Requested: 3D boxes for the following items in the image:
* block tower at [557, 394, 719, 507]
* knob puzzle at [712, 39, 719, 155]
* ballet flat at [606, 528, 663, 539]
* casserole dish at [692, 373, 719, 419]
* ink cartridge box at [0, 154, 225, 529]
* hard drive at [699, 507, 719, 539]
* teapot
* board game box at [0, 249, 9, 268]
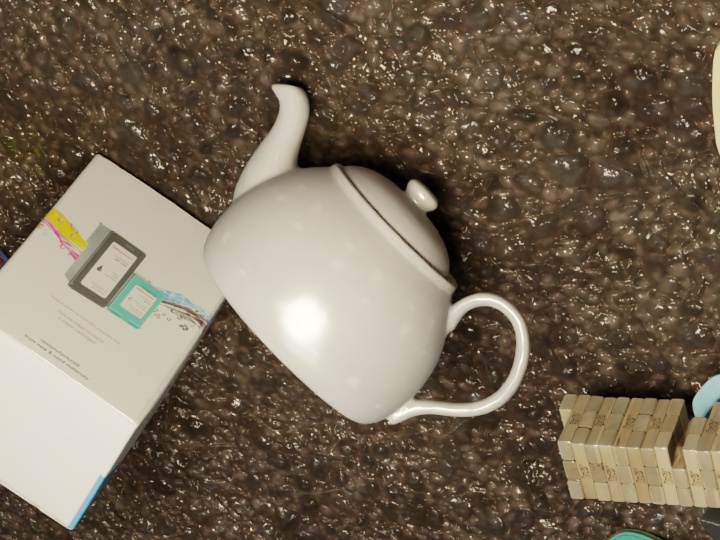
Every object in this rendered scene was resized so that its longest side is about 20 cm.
[{"bbox_3d":[0.233,0.126,1.404,0.198,0.058,0.054,1,127,27],"label":"block tower"},{"bbox_3d":[0.305,-0.084,1.268,0.217,0.031,0.221,13,131,16],"label":"knob puzzle"},{"bbox_3d":[0.266,0.272,1.538,0.199,0.068,0.070,36,-179,28],"label":"ballet flat"},{"bbox_3d":[0.326,0.123,1.420,0.199,0.039,0.121,31,133,-1],"label":"casserole dish"},{"bbox_3d":[-0.203,0.050,1.502,0.145,0.200,0.147,34,133,-2],"label":"ink cartridge box"},{"bbox_3d":[0.345,0.238,1.449,0.200,0.038,0.139,50,159,-27],"label":"hard drive"},{"bbox_3d":[0.000,0.000,1.402,0.146,0.198,0.200,-43,129,6],"label":"teapot"},{"bbox_3d":[-0.343,0.051,1.682,0.199,0.035,0.136,-23,114,37],"label":"board game box"}]
